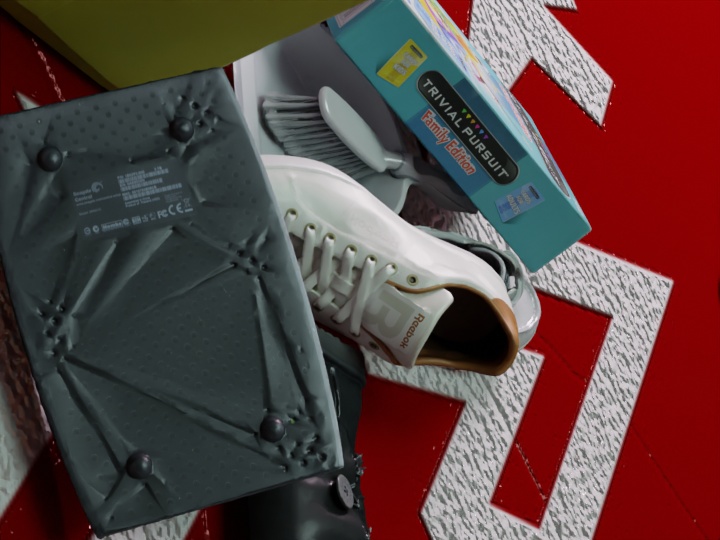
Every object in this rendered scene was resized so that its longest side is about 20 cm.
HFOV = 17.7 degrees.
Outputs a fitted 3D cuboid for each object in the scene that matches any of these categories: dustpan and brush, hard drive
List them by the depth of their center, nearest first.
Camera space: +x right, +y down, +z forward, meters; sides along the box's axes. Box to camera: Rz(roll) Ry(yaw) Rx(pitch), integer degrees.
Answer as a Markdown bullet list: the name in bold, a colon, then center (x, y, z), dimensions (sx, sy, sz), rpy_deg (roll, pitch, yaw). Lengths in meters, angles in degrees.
- **hard drive**: center (-0.095, 0.015, 1.078), dimensions (0.135, 0.042, 0.201), rpy_deg (-15, 80, -18)
- **dustpan and brush**: center (0.003, -0.066, 1.315), dimensions (0.200, 0.057, 0.140), rpy_deg (37, 42, -55)

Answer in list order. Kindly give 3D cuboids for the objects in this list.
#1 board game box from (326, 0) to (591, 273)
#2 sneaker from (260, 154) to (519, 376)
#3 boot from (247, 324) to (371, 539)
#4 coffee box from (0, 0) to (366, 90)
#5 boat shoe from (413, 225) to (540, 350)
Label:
- **board game box**: center (0.047, -0.112, 1.369), dimensions (0.200, 0.047, 0.151), rpy_deg (47, 12, -30)
- **sneaker**: center (0.000, 0.000, 1.201), dimensions (0.200, 0.073, 0.085), rpy_deg (20, 20, -22)
- **boot**: center (-0.046, 0.122, 1.137), dimensions (0.165, 0.066, 0.201), rpy_deg (22, 58, -47)
- **coffee box**: center (-0.096, -0.236, 1.137), dimensions (0.200, 0.199, 0.198), rpy_deg (38, 43, -40)
- **boat shoe**: center (0.057, 0.009, 1.343), dimensions (0.200, 0.068, 0.072), rpy_deg (21, 57, -50)
